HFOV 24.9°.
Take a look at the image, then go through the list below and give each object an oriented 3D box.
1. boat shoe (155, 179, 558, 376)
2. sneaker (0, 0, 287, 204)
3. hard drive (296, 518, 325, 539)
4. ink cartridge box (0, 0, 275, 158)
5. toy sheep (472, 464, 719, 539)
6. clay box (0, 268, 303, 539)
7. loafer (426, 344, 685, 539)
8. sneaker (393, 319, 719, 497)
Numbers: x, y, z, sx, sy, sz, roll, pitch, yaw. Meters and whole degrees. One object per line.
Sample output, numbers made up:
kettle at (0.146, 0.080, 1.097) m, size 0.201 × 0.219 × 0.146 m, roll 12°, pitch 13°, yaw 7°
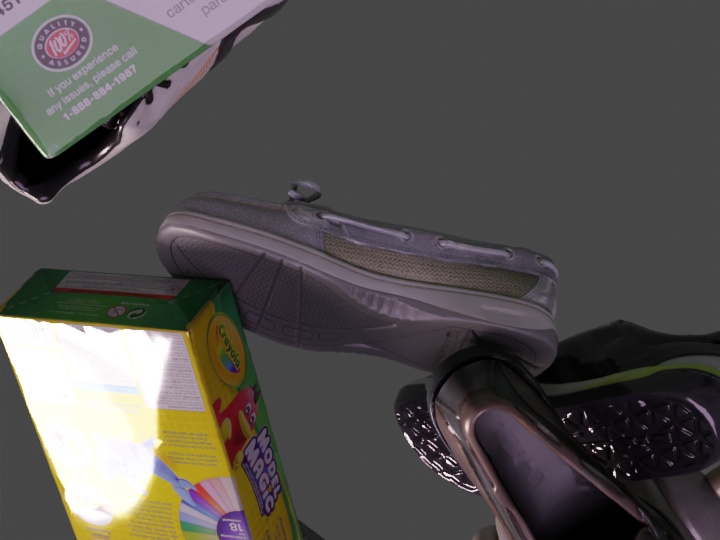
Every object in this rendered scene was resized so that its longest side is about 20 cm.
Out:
boat shoe at (0.001, -0.001, 0.796) m, size 0.202 × 0.065 × 0.074 m, roll 14°, pitch 146°, yaw -7°
sneaker at (-0.085, -0.100, 0.694) m, size 0.074 × 0.080 × 0.200 m, roll 38°, pitch 116°, yaw -27°
hard drive at (-0.092, 0.226, 0.934) m, size 0.200 × 0.038 × 0.140 m, roll -47°, pitch 120°, yaw 2°
ink cartridge box at (-0.115, -0.167, 0.591) m, size 0.147 × 0.083 × 0.200 m, roll -35°, pitch 108°, yaw 7°
toy sheep at (0.137, 0.161, 0.884) m, size 0.200 × 0.138 × 0.138 m, roll -36°, pitch 123°, yaw 6°
clay box at (-0.100, 0.096, 0.827) m, size 0.115 × 0.048 × 0.200 m, roll 4°, pitch 125°, yaw 26°
loafer at (0.103, 0.124, 0.776) m, size 0.072 × 0.063 × 0.200 m, roll -40°, pitch 104°, yaw 6°
sneaker at (0.116, 0.068, 0.845) m, size 0.200 × 0.083 × 0.072 m, roll -4°, pitch 120°, yaw 32°
